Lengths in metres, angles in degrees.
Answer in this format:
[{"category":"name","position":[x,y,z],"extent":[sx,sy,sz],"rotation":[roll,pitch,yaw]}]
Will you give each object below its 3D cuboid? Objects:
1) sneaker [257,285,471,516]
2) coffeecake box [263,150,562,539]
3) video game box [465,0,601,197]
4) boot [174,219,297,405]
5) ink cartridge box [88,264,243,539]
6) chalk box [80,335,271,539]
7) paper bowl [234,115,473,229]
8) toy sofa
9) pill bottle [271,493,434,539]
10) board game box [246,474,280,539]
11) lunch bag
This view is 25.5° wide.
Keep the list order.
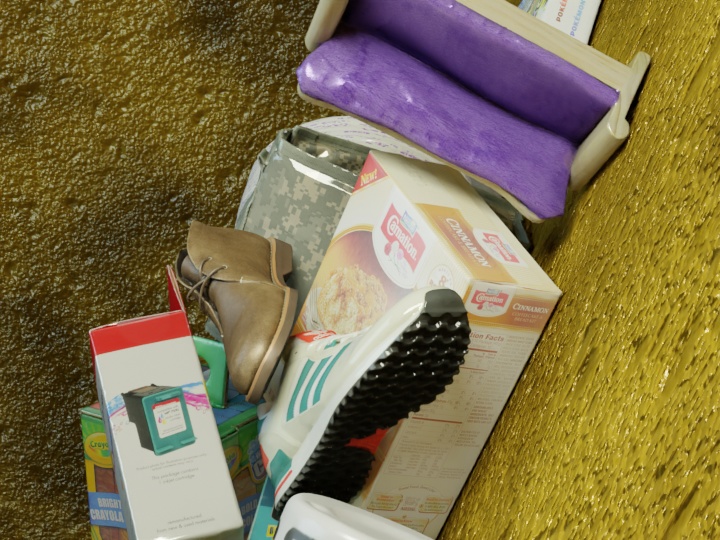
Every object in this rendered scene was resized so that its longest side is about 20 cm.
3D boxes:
[{"category":"sneaker","position":[-0.011,0.059,0.944],"extent":[0.200,0.070,0.094],"rotation":[-56,47,39]},{"category":"coffeecake box","position":[0.027,0.050,1.023],"extent":[0.154,0.073,0.200],"rotation":[55,129,49]},{"category":"video game box","position":[0.138,-0.163,1.284],"extent":[0.200,0.047,0.183],"rotation":[122,167,-65]},{"category":"boot","position":[-0.084,0.023,1.016],"extent":[0.074,0.075,0.200],"rotation":[-62,16,16]},{"category":"ink cartridge box","position":[-0.130,0.110,1.036],"extent":[0.116,0.067,0.200],"rotation":[96,159,-55]},{"category":"chalk box","position":[-0.123,0.148,1.191],"extent":[0.124,0.124,0.201],"rotation":[-23,-64,-47]},{"category":"paper bowl","position":[-0.005,-0.018,1.290],"extent":[0.105,0.200,0.201],"rotation":[-76,9,-45]},{"category":"toy sofa","position":[0.066,-0.121,0.968],"extent":[0.098,0.200,0.083],"rotation":[-63,3,-25]},{"category":"pill bottle","position":[-0.024,0.236,0.877],"extent":[0.114,0.114,0.201],"rotation":[-165,97,-85]},{"category":"board game box","position":[-0.051,0.213,1.064],"extent":[0.200,0.047,0.152],"rotation":[-78,-5,-72]},{"category":"lunch bag","position":[0.000,0.000,1.159],"extent":[0.118,0.199,0.164],"rotation":[-82,14,-70]}]
